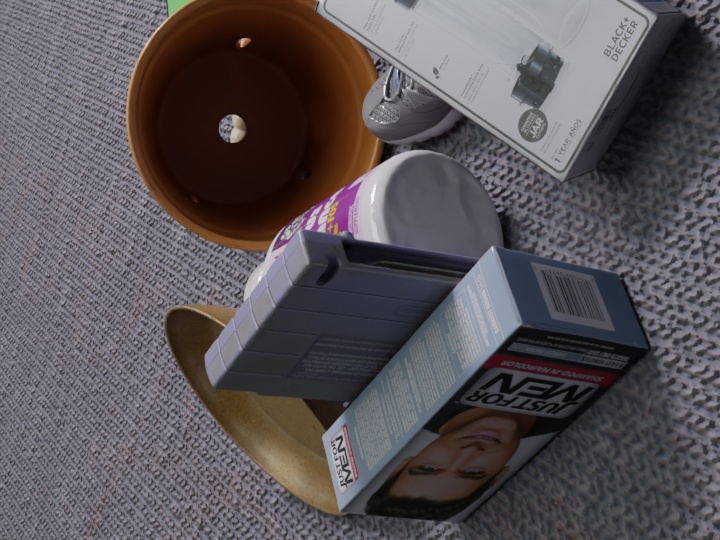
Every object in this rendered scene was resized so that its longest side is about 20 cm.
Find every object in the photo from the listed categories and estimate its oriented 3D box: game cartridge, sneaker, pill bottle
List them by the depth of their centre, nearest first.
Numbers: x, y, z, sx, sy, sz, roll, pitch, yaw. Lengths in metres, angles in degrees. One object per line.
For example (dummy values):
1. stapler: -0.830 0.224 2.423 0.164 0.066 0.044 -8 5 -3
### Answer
1. game cartridge: 0.017 0.035 0.855 0.130 0.199 0.039 -46 48 40
2. sneaker: 0.053 -0.159 0.974 0.200 0.082 0.075 -38 48 46
3. pill bottle: 0.000 0.000 0.979 0.200 0.112 0.113 -29 56 51

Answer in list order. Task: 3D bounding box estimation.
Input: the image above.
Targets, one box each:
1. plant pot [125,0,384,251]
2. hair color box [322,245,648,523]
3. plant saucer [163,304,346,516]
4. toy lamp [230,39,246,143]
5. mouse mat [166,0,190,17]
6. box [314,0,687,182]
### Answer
1. plant pot: -0.093 -0.118 1.114 0.140 0.199 0.202 -171 92 -75
2. hair color box: 0.070 0.076 0.851 0.200 0.098 0.061 -50 41 38
3. plant saucer: -0.065 0.095 1.033 0.035 0.201 0.200 -42 22 -23
4. toy lamp: -0.103 -0.139 1.224 0.058 0.058 0.202 32 120 57
5. mouse mat: -0.164 -0.300 1.451 0.161 0.007 0.201 -43 46 44
6. box: 0.082 -0.158 0.851 0.200 0.060 0.117 36 116 18
